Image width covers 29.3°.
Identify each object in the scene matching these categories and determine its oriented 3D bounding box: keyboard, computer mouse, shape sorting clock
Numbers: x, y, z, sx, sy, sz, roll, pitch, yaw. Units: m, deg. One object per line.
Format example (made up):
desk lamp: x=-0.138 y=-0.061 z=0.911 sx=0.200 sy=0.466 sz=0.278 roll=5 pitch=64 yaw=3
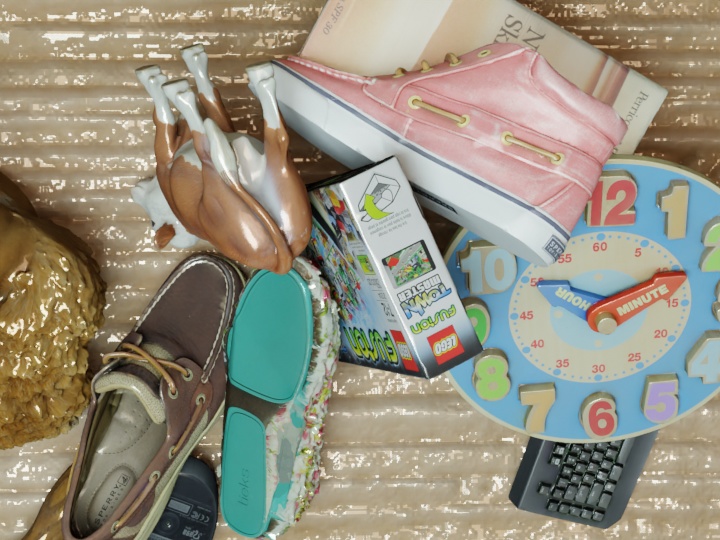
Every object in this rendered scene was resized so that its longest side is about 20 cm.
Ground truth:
keyboard: x=0.139 y=0.062 z=0.857 sx=0.127 sy=0.021 sz=0.200 roll=16 pitch=104 yaw=-8
computer mouse: x=-0.146 y=0.203 z=0.868 sx=0.059 sy=0.034 sz=0.200 roll=26 pitch=98 yaw=-17
shape sorting clock: x=0.139 y=0.023 z=0.800 sx=0.200 sy=0.039 sz=0.200 roll=0 pitch=119 yaw=-1

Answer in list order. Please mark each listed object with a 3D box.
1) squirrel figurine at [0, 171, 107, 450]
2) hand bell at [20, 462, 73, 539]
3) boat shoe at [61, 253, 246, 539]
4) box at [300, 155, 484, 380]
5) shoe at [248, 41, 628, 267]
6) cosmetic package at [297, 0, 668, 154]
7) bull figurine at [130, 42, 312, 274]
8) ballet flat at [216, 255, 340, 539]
squirrel figurine: x=-0.250 y=0.038 z=0.794 sx=0.200 sy=0.142 sz=0.187 roll=30 pitch=98 yaw=-3
hand bell: x=-0.210 y=0.182 z=0.844 sx=0.104 sy=0.104 sz=0.200 roll=41 pitch=77 yaw=-6
boat shoe: x=-0.124 y=0.075 z=0.813 sx=0.072 sy=0.072 sz=0.200 roll=23 pitch=75 yaw=10
box: x=0.000 y=0.000 z=0.773 sx=0.035 sy=0.200 sz=0.110 roll=-26 pitch=95 yaw=-14
shoe: x=0.041 y=-0.087 z=0.745 sx=0.200 sy=0.071 sz=0.091 roll=30 pitch=84 yaw=19
cosmetic package: x=0.067 y=-0.113 z=0.827 sx=0.200 sy=0.087 sz=0.103 roll=28 pitch=92 yaw=-6
bull figurine: x=-0.083 y=-0.058 z=0.771 sx=0.065 sy=0.200 sz=0.122 roll=-23 pitch=111 yaw=-22
ballet flat: x=-0.045 y=0.070 z=0.820 sx=0.076 sy=0.064 sz=0.200 roll=29 pitch=122 yaw=26
